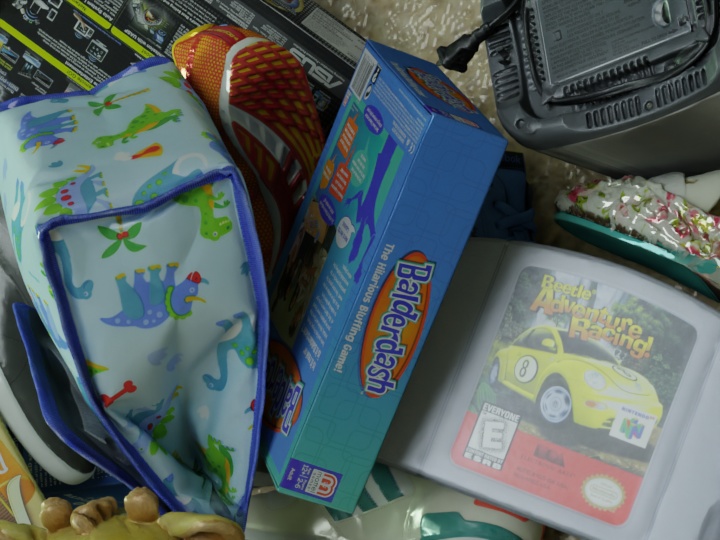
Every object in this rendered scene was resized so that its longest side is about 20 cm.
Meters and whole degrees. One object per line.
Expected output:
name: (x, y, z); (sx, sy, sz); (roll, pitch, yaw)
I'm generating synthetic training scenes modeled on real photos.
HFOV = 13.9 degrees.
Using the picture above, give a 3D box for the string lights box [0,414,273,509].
string lights box: (-0.130, 0.076, 1.654); (0.199, 0.059, 0.103); (-11, 72, 34)

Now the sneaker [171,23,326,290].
sneaker: (-0.048, -0.043, 1.569); (0.077, 0.073, 0.201); (29, 136, 51)

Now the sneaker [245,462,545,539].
sneaker: (0.016, 0.124, 1.541); (0.199, 0.070, 0.094); (-1, 54, 38)

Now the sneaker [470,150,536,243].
sneaker: (0.064, -0.014, 1.533); (0.078, 0.066, 0.200); (-41, 57, 19)

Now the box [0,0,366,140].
box: (-0.111, -0.110, 1.616); (0.200, 0.044, 0.160); (35, 116, 2)

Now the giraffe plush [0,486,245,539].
giraffe plush: (-0.106, 0.189, 1.424); (0.172, 0.163, 0.200); (-20, 39, -12)

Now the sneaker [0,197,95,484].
sneaker: (-0.154, 0.011, 1.592); (0.099, 0.071, 0.201); (-17, 86, 25)

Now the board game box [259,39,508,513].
board game box: (0.000, 0.000, 1.468); (0.152, 0.045, 0.201); (-123, 53, -68)

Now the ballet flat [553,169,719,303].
ballet flat: (0.189, -0.011, 1.444); (0.200, 0.076, 0.064); (27, 84, 28)

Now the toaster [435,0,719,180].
toaster: (0.152, -0.110, 1.453); (0.200, 0.129, 0.114); (-22, 65, 30)

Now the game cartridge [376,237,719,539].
game cartridge: (0.108, 0.061, 1.454); (0.199, 0.041, 0.134); (19, 81, 15)

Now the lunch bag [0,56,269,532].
lunch bag: (-0.109, 0.020, 1.481); (0.127, 0.201, 0.170); (-17, 28, -6)

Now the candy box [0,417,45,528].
candy box: (-0.222, 0.147, 1.591); (0.115, 0.055, 0.200); (-29, 89, -7)
